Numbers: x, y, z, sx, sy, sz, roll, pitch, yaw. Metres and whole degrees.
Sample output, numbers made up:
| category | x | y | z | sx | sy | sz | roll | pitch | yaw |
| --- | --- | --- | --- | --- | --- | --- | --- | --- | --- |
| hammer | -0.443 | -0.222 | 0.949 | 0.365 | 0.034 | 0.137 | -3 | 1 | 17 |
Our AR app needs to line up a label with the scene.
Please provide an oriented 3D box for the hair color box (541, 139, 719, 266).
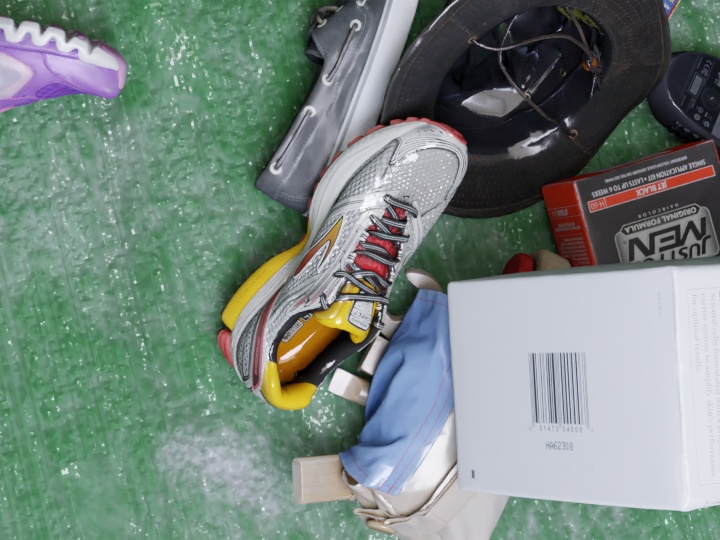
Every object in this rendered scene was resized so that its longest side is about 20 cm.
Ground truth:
| category | x | y | z | sx | sy | sz | roll | pitch | yaw |
| --- | --- | --- | --- | --- | --- | --- | --- | --- | --- |
| hair color box | 0.190 | 0.030 | 1.243 | 0.101 | 0.061 | 0.201 | -17 | 94 | -15 |

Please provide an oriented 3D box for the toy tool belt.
| category | x | y | z | sx | sy | sz | roll | pitch | yaw |
| --- | --- | --- | --- | --- | --- | --- | --- | --- | --- |
| toy tool belt | 0.044 | 0.064 | 1.192 | 0.122 | 0.125 | 0.201 | 25 | 83 | -17 |

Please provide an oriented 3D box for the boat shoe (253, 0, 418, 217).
| category | x | y | z | sx | sy | sz | roll | pitch | yaw |
| --- | --- | --- | --- | --- | --- | --- | --- | --- | --- |
| boat shoe | -0.008 | -0.129 | 1.218 | 0.056 | 0.069 | 0.201 | 19 | 86 | -8 |

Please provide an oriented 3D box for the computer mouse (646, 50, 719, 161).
| category | x | y | z | sx | sy | sz | roll | pitch | yaw |
| --- | --- | --- | --- | --- | --- | --- | --- | --- | --- |
| computer mouse | 0.261 | -0.073 | 1.286 | 0.200 | 0.034 | 0.059 | 35 | 64 | -12 |

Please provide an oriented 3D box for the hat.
| category | x | y | z | sx | sy | sz | roll | pitch | yaw |
| --- | --- | --- | --- | --- | --- | --- | --- | --- | --- |
| hat | 0.085 | -0.131 | 1.218 | 0.200 | 0.201 | 0.081 | -21 | 50 | -11 |

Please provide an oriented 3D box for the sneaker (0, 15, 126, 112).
| category | x | y | z | sx | sy | sz | roll | pitch | yaw |
| --- | --- | --- | --- | --- | --- | --- | --- | --- | --- |
| sneaker | -0.238 | -0.109 | 1.174 | 0.199 | 0.080 | 0.089 | 5 | 93 | -5 |

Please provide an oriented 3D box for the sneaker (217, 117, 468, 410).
| category | x | y | z | sx | sy | sz | roll | pitch | yaw |
| --- | --- | --- | --- | --- | --- | --- | --- | --- | --- |
| sneaker | 0.000 | 0.000 | 1.174 | 0.078 | 0.082 | 0.200 | 26 | 108 | -34 |

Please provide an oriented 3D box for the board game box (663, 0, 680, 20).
| category | x | y | z | sx | sy | sz | roll | pitch | yaw |
| --- | --- | --- | --- | --- | --- | --- | --- | --- | --- |
| board game box | 0.170 | -0.262 | 1.265 | 0.151 | 0.046 | 0.200 | 35 | 82 | -7 |

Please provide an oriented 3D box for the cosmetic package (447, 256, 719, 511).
| category | x | y | z | sx | sy | sz | roll | pitch | yaw |
| --- | --- | --- | --- | --- | --- | --- | --- | --- | --- |
| cosmetic package | 0.184 | 0.054 | 1.084 | 0.199 | 0.199 | 0.124 | -2 | 89 | -32 |
